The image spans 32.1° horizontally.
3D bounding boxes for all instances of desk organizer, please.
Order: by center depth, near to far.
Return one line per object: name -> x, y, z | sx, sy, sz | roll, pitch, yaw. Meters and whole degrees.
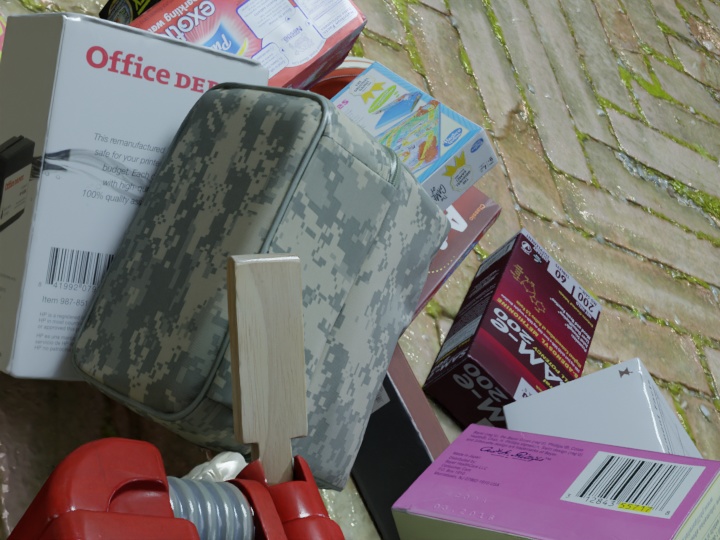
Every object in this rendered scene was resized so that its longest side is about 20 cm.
desk organizer -> 0.043, 0.131, 0.903 | 0.077, 0.072, 0.201 | -6, 63, -51

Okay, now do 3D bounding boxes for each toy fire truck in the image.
toy fire truck -> -0.063, 0.096, 0.528 | 0.175, 0.129, 0.201 | 14, 36, -38

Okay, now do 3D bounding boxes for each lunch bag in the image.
lunch bag -> -0.041, 0.019, 0.709 | 0.167, 0.139, 0.202 | 32, 78, -40

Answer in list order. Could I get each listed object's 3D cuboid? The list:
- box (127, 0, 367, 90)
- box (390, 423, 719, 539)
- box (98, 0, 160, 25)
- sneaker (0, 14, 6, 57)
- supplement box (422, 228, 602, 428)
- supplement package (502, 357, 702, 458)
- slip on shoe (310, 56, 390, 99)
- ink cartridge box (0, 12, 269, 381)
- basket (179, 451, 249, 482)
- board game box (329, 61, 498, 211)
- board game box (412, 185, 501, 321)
box -> -0.105, -0.144, 0.891 | 0.200, 0.095, 0.100 | -41, 90, -17
box -> 0.135, 0.210, 0.747 | 0.096, 0.175, 0.202 | -36, 119, -42
box -> -0.088, -0.232, 1.010 | 0.199, 0.160, 0.045 | -6, 62, -49
sneaker -> -0.259, -0.144, 0.836 | 0.090, 0.078, 0.202 | 10, 57, -51
supplement box -> 0.134, 0.063, 1.067 | 0.109, 0.061, 0.201 | 43, 37, -10
supplement package -> 0.199, 0.171, 0.939 | 0.200, 0.109, 0.115 | 48, 26, -47
slip on shoe -> 0.015, -0.135, 1.113 | 0.199, 0.074, 0.062 | 19, 48, -42
ink cartridge box -> -0.147, -0.040, 0.753 | 0.144, 0.083, 0.203 | 8, 94, -42
basket -> -0.094, 0.229, 0.597 | 0.199, 0.161, 0.200 | 51, 34, 4
board game box -> -0.021, -0.048, 0.863 | 0.134, 0.200, 0.034 | 41, -11, 45
board game box -> 0.000, 0.000, 0.883 | 0.103, 0.019, 0.200 | 37, 74, 11
